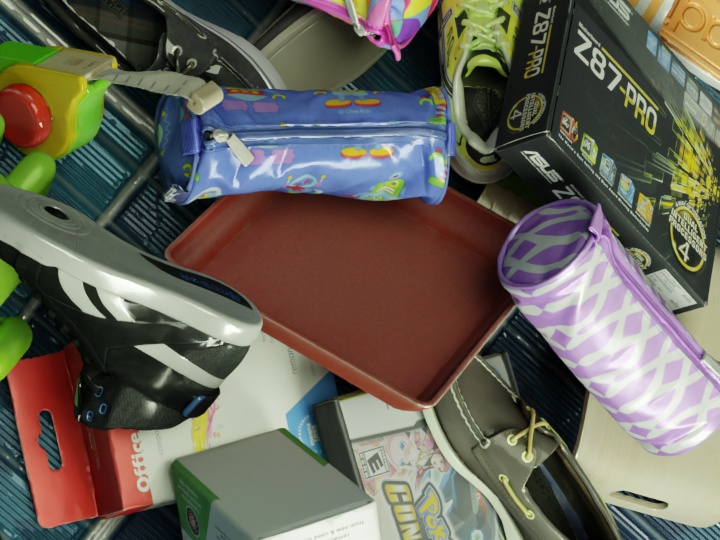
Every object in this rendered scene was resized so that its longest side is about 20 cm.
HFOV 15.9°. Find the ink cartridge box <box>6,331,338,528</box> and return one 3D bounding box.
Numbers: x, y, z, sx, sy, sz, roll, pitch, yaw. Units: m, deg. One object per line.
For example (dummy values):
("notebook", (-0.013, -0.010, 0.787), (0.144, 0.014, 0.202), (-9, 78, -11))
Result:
("ink cartridge box", (-0.118, 0.090, 1.658), (0.199, 0.067, 0.117), (-12, 85, -22))

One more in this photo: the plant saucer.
("plant saucer", (0.000, 0.000, 1.667), (0.199, 0.037, 0.200), (29, 42, 12))

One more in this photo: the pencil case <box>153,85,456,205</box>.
("pencil case", (-0.034, -0.081, 1.649), (0.199, 0.087, 0.079), (-1, 89, -20))

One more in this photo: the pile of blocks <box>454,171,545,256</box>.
("pile of blocks", (0.111, -0.095, 1.771), (0.081, 0.062, 0.202), (5, 87, -1))

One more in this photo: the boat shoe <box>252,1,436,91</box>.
("boat shoe", (-0.008, -0.185, 1.759), (0.200, 0.073, 0.063), (-36, 51, -16))

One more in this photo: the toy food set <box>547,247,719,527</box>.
("toy food set", (0.206, 0.067, 1.792), (0.143, 0.060, 0.201), (18, 77, -28))

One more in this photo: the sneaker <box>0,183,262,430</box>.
("sneaker", (-0.169, 0.035, 1.555), (0.199, 0.073, 0.112), (26, 108, -15))

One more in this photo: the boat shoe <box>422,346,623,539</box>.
("boat shoe", (0.108, 0.125, 1.692), (0.202, 0.060, 0.072), (57, 43, -17))

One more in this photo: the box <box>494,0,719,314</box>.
("box", (0.172, -0.088, 1.711), (0.200, 0.049, 0.162), (44, 44, -35))

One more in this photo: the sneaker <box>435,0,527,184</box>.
("sneaker", (0.087, -0.160, 1.704), (0.075, 0.076, 0.202), (-5, 88, -2))

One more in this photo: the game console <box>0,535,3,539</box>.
("game console", (-0.253, 0.273, 1.554), (0.200, 0.118, 0.171), (-44, 97, -20))

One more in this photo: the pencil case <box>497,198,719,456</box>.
("pencil case", (0.171, 0.039, 1.668), (0.200, 0.085, 0.084), (45, 51, -33))

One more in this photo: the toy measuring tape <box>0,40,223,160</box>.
("toy measuring tape", (-0.169, -0.099, 1.627), (0.073, 0.199, 0.074), (-26, 122, -52))

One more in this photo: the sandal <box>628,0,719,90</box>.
("sandal", (0.227, -0.196, 1.833), (0.206, 0.059, 0.080), (29, 73, -13))

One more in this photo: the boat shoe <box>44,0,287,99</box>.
("boat shoe", (-0.132, -0.146, 1.678), (0.200, 0.066, 0.070), (43, 114, -7))

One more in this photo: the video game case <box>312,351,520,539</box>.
("video game case", (0.062, 0.166, 1.693), (0.180, 0.025, 0.201), (-12, 85, -48))

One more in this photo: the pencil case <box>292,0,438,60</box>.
("pencil case", (-0.039, -0.215, 1.686), (0.199, 0.089, 0.089), (28, 70, 20))

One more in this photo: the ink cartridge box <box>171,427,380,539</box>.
("ink cartridge box", (-0.042, 0.220, 1.589), (0.083, 0.145, 0.201), (-15, 111, -21))

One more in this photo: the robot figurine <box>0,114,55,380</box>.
("robot figurine", (-0.275, -0.006, 1.591), (0.175, 0.116, 0.200), (40, 71, -4))
